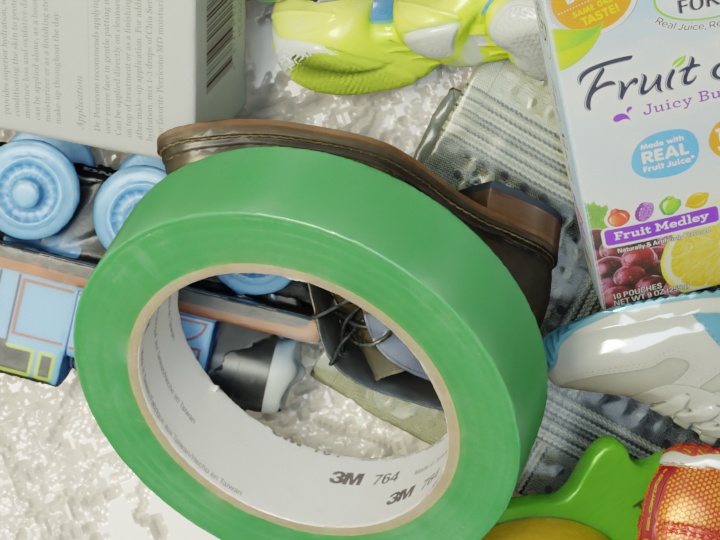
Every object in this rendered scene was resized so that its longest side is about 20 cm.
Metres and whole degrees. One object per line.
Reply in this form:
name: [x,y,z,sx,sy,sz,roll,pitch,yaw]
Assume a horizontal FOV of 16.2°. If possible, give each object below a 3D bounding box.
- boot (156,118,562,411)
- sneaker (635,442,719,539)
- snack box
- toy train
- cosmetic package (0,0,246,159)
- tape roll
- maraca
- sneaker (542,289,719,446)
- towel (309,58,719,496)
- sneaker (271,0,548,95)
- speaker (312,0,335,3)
boot: [0.000,0.000,1.098,0.199,0.075,0.098,15,72,-25]
sneaker: [0.200,0.146,1.145,0.199,0.073,0.078,27,79,-23]
snack box: [0.153,-0.081,1.083,0.141,0.053,0.201,-14,133,1]
toy train: [-0.105,0.003,1.171,0.199,0.087,0.115,14,101,-1]
cosmetic package: [-0.154,-0.122,1.135,0.199,0.071,0.102,11,120,14]
tape roll: [-0.021,0.042,1.073,0.199,0.048,0.201,12,131,14]
maraca: [0.077,0.157,1.153,0.199,0.107,0.137,-34,124,-2]
sneaker: [0.176,0.052,1.128,0.198,0.076,0.081,4,83,-11]
towel: [0.101,0.010,1.191,0.199,0.035,0.193,29,96,-1]
sneaker: [0.056,-0.141,1.140,0.198,0.076,0.106,-3,71,9]
speaker: [0.069,-0.169,1.076,0.199,0.081,0.082,-12,91,-8]
